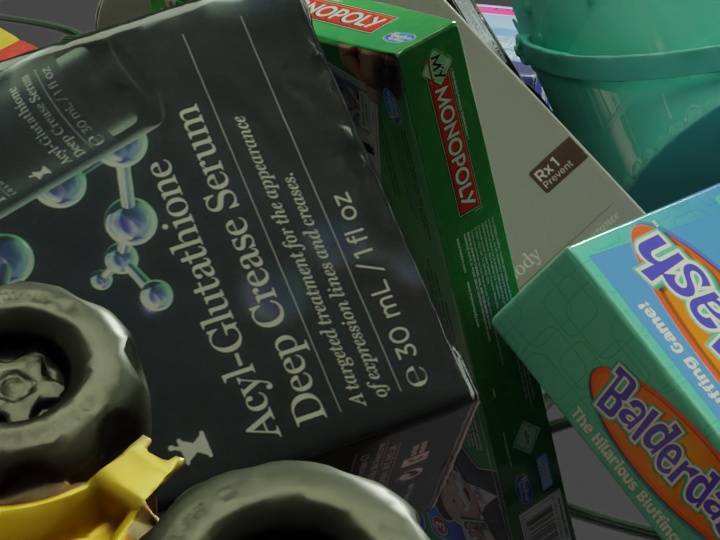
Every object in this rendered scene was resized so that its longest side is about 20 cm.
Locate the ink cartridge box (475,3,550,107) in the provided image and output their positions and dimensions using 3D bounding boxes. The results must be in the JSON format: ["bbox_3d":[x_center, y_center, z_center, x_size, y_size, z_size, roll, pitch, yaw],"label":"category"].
[{"bbox_3d":[0.041,-0.086,1.527,0.136,0.076,0.200,5,18,15],"label":"ink cartridge box"}]

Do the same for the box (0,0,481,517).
[{"bbox_3d":[-0.088,0.023,0.874,0.200,0.149,0.107,-19,-19,-13],"label":"box"}]

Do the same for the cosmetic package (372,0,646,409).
[{"bbox_3d":[0.017,-0.038,1.090,0.200,0.107,0.090,45,-1,2],"label":"cosmetic package"}]

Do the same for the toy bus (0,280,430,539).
[{"bbox_3d":[-0.084,0.122,0.633,0.200,0.136,0.192,33,56,27],"label":"toy bus"}]

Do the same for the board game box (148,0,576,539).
[{"bbox_3d":[0.000,0.000,0.994,0.029,0.200,0.135,-31,31,-30],"label":"board game box"}]

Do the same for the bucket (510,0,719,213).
[{"bbox_3d":[0.173,-0.088,1.223,0.207,0.207,0.135,-4,56,-17],"label":"bucket"}]

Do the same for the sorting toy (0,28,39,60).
[{"bbox_3d":[-0.199,0.000,1.028,0.070,0.199,0.200,30,25,9],"label":"sorting toy"}]

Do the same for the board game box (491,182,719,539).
[{"bbox_3d":[0.153,0.040,0.987,0.152,0.045,0.200,52,36,11],"label":"board game box"}]

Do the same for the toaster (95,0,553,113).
[{"bbox_3d":[-0.002,-0.072,1.235,0.119,0.200,0.181,-32,-1,17],"label":"toaster"}]
